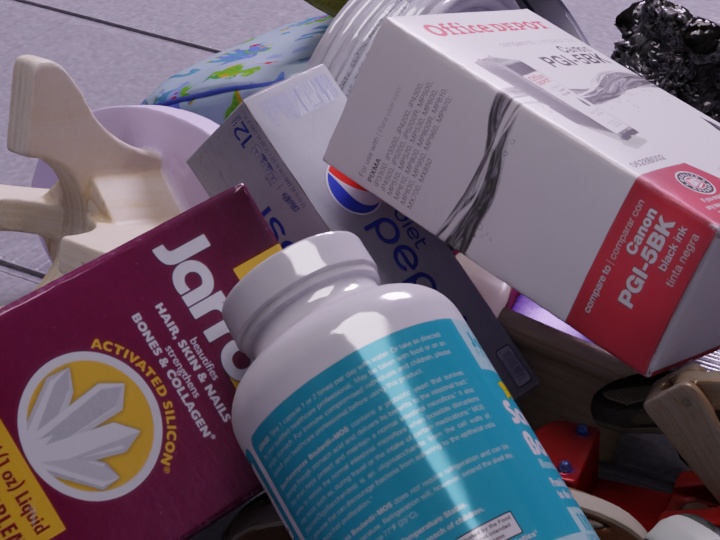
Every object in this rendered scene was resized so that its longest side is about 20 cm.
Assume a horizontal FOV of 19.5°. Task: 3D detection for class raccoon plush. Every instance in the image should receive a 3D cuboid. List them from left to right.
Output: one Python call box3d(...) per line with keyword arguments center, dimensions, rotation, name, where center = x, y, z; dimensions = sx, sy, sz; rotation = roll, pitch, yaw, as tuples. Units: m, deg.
box3d(center=(0.219, -0.088, 1.374), dimensions=(0.200, 0.134, 0.097), rotation=(26, 4, -22), name="raccoon plush")

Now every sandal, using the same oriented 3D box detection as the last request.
box3d(center=(0.208, 0.091, 1.030), dimensions=(0.200, 0.058, 0.080), rotation=(13, 5, -18), name="sandal")

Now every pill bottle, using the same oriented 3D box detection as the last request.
box3d(center=(0.018, 0.083, 0.876), dimensions=(0.111, 0.111, 0.200), rotation=(-19, 67, -31), name="pill bottle")

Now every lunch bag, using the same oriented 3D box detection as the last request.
box3d(center=(-0.027, -0.110, 1.326), dimensions=(0.160, 0.083, 0.200), rotation=(-6, 18, 39), name="lunch bag")

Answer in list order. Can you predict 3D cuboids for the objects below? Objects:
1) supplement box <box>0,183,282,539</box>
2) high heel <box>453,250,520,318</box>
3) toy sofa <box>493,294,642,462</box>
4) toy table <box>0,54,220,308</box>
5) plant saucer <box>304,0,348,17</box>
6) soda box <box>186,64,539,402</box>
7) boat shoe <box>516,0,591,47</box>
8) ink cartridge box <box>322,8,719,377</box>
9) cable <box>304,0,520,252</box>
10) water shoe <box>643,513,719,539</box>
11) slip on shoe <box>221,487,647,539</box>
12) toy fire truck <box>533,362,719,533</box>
box3d(center=(-0.114, 0.069, 0.948), dimensions=(0.200, 0.131, 0.103), rotation=(-31, -2, -34), name="supplement box")
box3d(center=(0.064, 0.023, 1.189), dimensions=(0.067, 0.096, 0.200), rotation=(8, 51, 18), name="high heel")
box3d(center=(0.136, 0.005, 1.140), dimensions=(0.083, 0.098, 0.200), rotation=(23, 34, 10), name="toy sofa")
box3d(center=(-0.142, -0.024, 1.131), dimensions=(0.200, 0.185, 0.117), rotation=(4, 8, 42), name="toy table")
box3d(center=(0.073, -0.205, 1.295), dimensions=(0.199, 0.048, 0.200), rotation=(-19, 12, 18), name="plant saucer")
box3d(center=(0.000, 0.000, 1.064), dimensions=(0.063, 0.068, 0.200), rotation=(-30, 83, -41), name="soda box")
box3d(center=(0.125, -0.097, 1.278), dimensions=(0.065, 0.074, 0.200), rotation=(-30, 65, 9), name="boat shoe")
box3d(center=(0.106, -0.045, 1.011), dimensions=(0.200, 0.083, 0.147), rotation=(35, 25, 24), name="ink cartridge box")
box3d(center=(0.027, -0.081, 1.194), dimensions=(0.069, 0.201, 0.200), rotation=(25, 36, 24), name="cable")
box3d(center=(0.175, 0.190, 0.874), dimensions=(0.079, 0.072, 0.200), rotation=(-43, 51, -2), name="water shoe")
box3d(center=(0.036, 0.128, 0.965), dimensions=(0.199, 0.076, 0.061), rotation=(-4, 17, 4), name="slip on shoe")
box3d(center=(0.161, 0.092, 0.952), dimensions=(0.199, 0.141, 0.049), rotation=(12, 35, 18), name="toy fire truck")
